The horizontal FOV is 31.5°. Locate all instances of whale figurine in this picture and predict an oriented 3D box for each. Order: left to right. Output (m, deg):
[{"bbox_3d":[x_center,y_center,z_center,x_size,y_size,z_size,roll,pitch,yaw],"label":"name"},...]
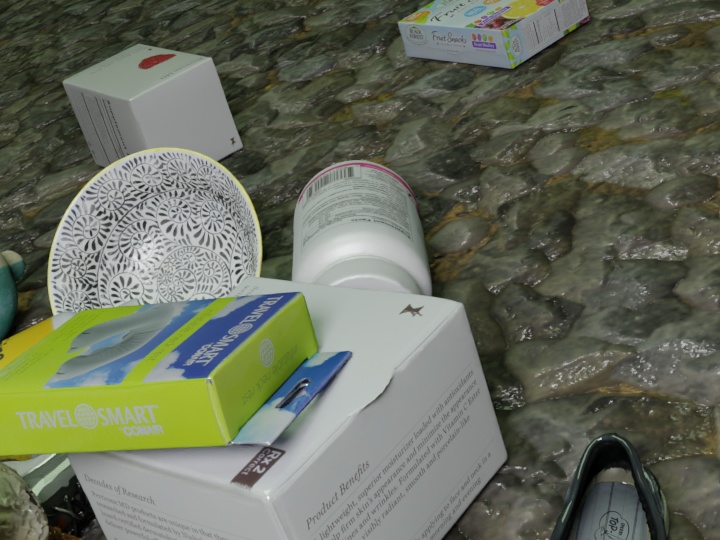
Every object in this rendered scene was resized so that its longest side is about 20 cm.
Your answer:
[{"bbox_3d":[-0.401,0.040,1.271,0.158,0.105,0.200,-28,3,-15],"label":"whale figurine"}]

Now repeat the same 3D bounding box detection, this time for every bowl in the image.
[{"bbox_3d":[-0.164,0.004,1.118,0.198,0.094,0.204,-4,74,15],"label":"bowl"}]

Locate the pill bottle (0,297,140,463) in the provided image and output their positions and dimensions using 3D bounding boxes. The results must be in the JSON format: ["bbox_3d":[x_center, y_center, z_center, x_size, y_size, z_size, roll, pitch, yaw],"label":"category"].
[{"bbox_3d":[-0.248,0.102,0.999,0.198,0.113,0.112,-26,27,-8],"label":"pill bottle"}]

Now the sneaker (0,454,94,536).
[{"bbox_3d":[-0.208,0.159,0.933,0.199,0.074,0.079,-30,39,-9],"label":"sneaker"}]

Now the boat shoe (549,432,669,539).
[{"bbox_3d":[0.131,0.163,0.689,0.074,0.067,0.200,-4,30,27],"label":"boat shoe"}]

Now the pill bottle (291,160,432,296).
[{"bbox_3d":[0.000,0.000,1.031,0.112,0.115,0.201,-16,27,7],"label":"pill bottle"}]

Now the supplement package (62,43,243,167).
[{"bbox_3d":[-0.253,-0.190,1.548,0.121,0.121,0.199,-32,29,-25],"label":"supplement package"}]

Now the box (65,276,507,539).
[{"bbox_3d":[-0.046,0.115,0.825,0.198,0.132,0.199,6,36,41],"label":"box"}]

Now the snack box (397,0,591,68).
[{"bbox_3d":[0.161,-0.306,1.564,0.141,0.054,0.199,-33,29,-26],"label":"snack box"}]

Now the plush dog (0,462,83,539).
[{"bbox_3d":[-0.245,0.187,0.807,0.160,0.200,0.172,-37,19,11],"label":"plush dog"}]

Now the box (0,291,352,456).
[{"bbox_3d":[-0.118,0.061,0.761,0.197,0.048,0.122,-6,20,27],"label":"box"}]
